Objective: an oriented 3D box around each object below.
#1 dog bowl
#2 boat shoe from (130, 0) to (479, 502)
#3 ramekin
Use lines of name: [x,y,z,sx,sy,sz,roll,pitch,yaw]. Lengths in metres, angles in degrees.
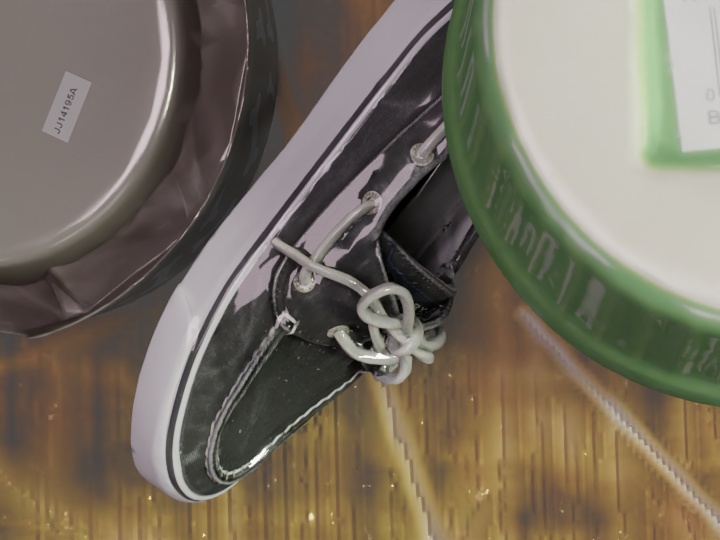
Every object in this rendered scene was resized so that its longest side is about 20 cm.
dog bowl: [-0.119,-0.071,0.872,0.200,0.059,0.201,-1,87,22]
boat shoe: [0.002,0.001,0.811,0.068,0.074,0.200,38,91,34]
ramekin: [0.122,-0.063,0.723,0.199,0.098,0.201,0,82,3]
